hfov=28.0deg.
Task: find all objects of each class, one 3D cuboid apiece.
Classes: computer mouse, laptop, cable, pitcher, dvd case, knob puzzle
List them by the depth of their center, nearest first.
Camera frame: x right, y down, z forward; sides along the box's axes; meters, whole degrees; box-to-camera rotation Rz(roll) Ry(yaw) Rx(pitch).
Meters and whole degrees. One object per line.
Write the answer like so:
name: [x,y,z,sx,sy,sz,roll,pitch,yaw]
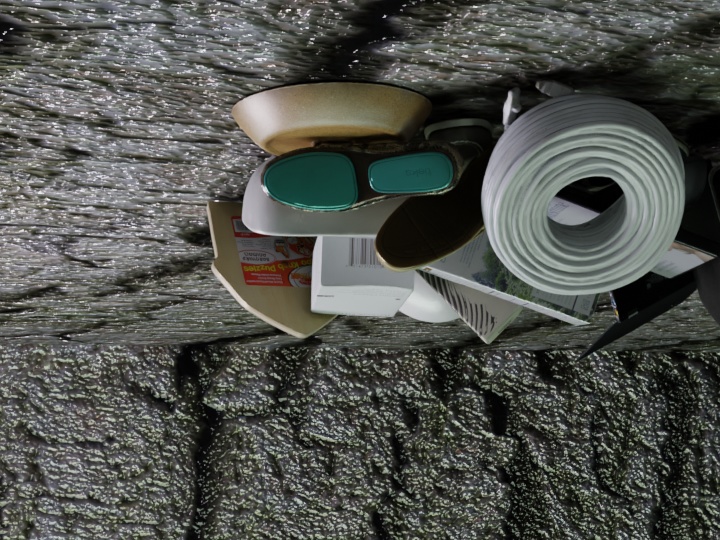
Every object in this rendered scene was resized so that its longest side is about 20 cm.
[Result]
cable: [0.214,-0.070,1.374,0.198,0.201,0.069,9,-149,-10]
dvd case: [0.260,-0.042,1.502,0.198,0.018,0.143,21,169,-4]
computer mouse: [0.302,-0.072,1.519,0.137,0.053,0.200,-12,174,-16]
laptop: [0.335,-0.008,1.718,0.186,0.202,0.116,-26,-161,-26]
knob puzzle: [-0.097,0.004,1.820,0.218,0.221,0.031,3,143,-26]
pitcher: [0.064,0.001,2.139,0.199,0.122,0.171,16,-176,-30]

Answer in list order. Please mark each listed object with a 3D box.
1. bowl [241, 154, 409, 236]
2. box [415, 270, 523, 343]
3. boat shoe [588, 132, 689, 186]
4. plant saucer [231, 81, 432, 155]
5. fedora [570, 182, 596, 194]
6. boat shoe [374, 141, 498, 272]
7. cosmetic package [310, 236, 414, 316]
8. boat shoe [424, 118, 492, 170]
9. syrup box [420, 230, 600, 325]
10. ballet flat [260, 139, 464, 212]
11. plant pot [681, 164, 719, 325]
bowl: [-0.027,-0.083,1.539,0.197,0.075,0.200,0,-170,-9]
box: [0.114,-0.001,1.823,0.068,0.200,0.082,-45,169,1]
boat shoe: [0.266,-0.119,1.530,0.198,0.063,0.074,2,169,-31]
plant saucer: [-0.028,-0.141,1.421,0.198,0.036,0.200,-2,172,0]
fedora: [0.241,-0.050,1.770,0.090,0.177,0.200,49,174,-36]
boat shoe: [0.093,-0.052,1.442,0.199,0.074,0.067,-33,165,-24]
cosmetic package: [0.000,0.000,1.695,0.112,0.082,0.200,3,168,-3]
boat shoe: [0.105,-0.114,1.528,0.071,0.061,0.202,-2,171,4]
syrup box: [0.166,-0.009,1.583,0.198,0.079,0.081,19,177,0]
ballet flat: [0.004,-0.097,1.417,0.198,0.069,0.075,-5,-164,8]
plant pot: [0.457,-0.038,1.590,0.198,0.202,0.177,-17,-176,-10]
